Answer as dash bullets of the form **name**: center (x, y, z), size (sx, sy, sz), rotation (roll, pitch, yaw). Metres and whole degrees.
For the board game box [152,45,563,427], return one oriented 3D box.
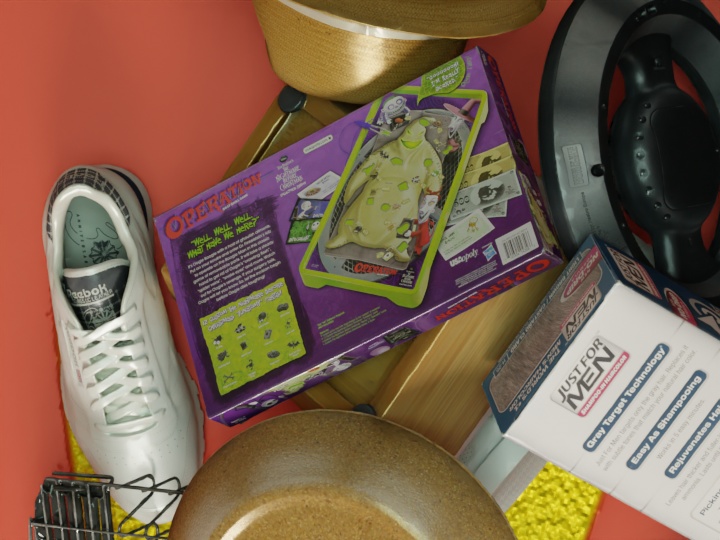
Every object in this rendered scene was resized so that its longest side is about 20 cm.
- **board game box**: center (-0.004, -0.016, 1.402), size (0.199, 0.032, 0.121), rotation (-26, 68, 20)

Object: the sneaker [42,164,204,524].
- **sneaker**: center (-0.134, 0.043, 1.506), size (0.076, 0.081, 0.201), rotation (-15, 95, 0)

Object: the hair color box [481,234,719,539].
- **hair color box**: center (0.171, 0.075, 1.396), size (0.199, 0.061, 0.100), rotation (29, 107, -22)

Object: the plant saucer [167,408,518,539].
- **plant saucer**: center (-0.012, 0.171, 1.400), size (0.199, 0.035, 0.202), rotation (5, 106, 18)

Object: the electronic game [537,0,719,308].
- **electronic game**: center (0.156, -0.057, 1.454), size (0.041, 0.199, 0.201), rotation (-10, 93, 39)

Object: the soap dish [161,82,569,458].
- **soap dish**: center (0.000, 0.000, 1.459), size (0.200, 0.081, 0.158), rotation (38, 96, 31)

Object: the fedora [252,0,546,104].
- **fedora**: center (-0.002, -0.139, 1.457), size (0.199, 0.201, 0.082), rotation (12, 116, 1)

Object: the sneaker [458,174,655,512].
- **sneaker**: center (0.069, 0.045, 1.514), size (0.115, 0.074, 0.201), rotation (35, 96, 14)

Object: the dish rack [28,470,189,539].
- **dish rack**: center (-0.082, 0.175, 1.482), size (0.199, 0.055, 0.155), rotation (3, 106, 26)
